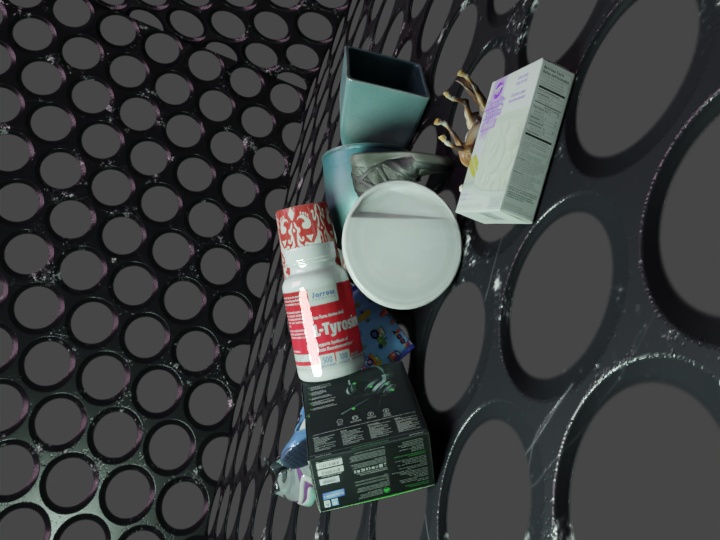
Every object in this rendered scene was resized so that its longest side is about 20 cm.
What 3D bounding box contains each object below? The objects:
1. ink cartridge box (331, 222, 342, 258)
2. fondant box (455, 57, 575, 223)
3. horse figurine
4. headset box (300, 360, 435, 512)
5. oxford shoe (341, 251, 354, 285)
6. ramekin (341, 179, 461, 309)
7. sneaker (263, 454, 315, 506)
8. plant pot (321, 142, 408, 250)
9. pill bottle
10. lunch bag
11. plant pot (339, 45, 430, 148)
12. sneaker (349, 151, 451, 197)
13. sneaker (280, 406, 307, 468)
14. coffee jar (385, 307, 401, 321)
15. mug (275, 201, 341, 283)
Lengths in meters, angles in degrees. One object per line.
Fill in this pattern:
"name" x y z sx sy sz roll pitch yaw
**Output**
"ink cartridge box" -0.068 -0.005 1.444 0.045 0.172 0.206 -160 88 -74
"fondant box" 0.210 -0.171 0.861 0.144 0.057 0.206 -166 94 -75
"horse figurine" 0.172 -0.219 0.966 0.049 0.131 0.205 -17 46 46
"headset box" 0.003 0.233 0.922 0.201 0.169 0.095 -113 12 -65
"oxford shoe" 0.000 0.000 1.250 0.075 0.070 0.200 -64 -24 -10
"ramekin" 0.061 -0.035 1.011 0.094 0.196 0.209 126 158 -75
"sneaker" -0.139 0.408 1.334 0.078 0.136 0.206 -130 58 -72
"plant pot" 0.016 -0.141 1.299 0.199 0.194 0.195 156 114 -70
"pill bottle" -0.063 0.062 0.981 0.112 0.109 0.207 174 84 -73
"lunch bag" -0.006 0.133 1.134 0.093 0.152 0.200 -35 -9 -26
"plant pot" 0.036 -0.374 1.459 0.199 0.190 0.204 -94 17 -52
"sneaker" 0.076 -0.165 1.165 0.076 0.193 0.118 -24 -68 -74
"sneaker" -0.095 0.321 1.288 0.200 0.074 0.082 -47 38 -5
"coffee jar" 0.064 -0.016 1.159 0.105 0.083 0.205 -111 39 -71
"mug" -0.103 -0.025 1.252 0.177 0.129 0.207 -166 65 -83
